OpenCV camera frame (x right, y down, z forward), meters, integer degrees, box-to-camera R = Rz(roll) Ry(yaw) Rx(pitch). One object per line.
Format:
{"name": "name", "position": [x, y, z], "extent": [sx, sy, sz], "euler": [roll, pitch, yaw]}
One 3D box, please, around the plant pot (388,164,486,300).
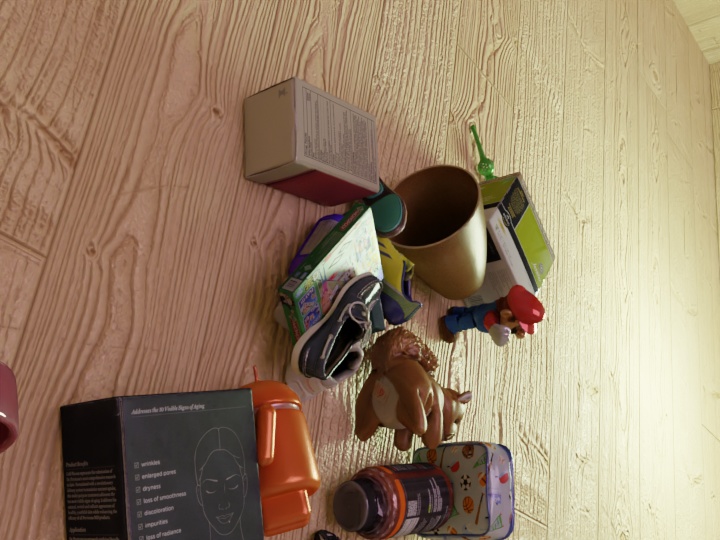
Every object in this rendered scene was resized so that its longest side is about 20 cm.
{"name": "plant pot", "position": [0.150, -0.048, 1.575], "extent": [0.201, 0.182, 0.189], "euler": [59, 39, -43]}

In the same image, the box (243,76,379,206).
{"name": "box", "position": [-0.071, -0.187, 1.355], "extent": [0.198, 0.107, 0.131], "euler": [15, 69, -50]}

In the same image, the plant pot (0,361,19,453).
{"name": "plant pot", "position": [-0.407, 0.068, 0.783], "extent": [0.198, 0.198, 0.183], "euler": [17, 51, -49]}

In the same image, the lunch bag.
{"name": "lunch bag", "position": [0.160, 0.359, 1.442], "extent": [0.074, 0.198, 0.164], "euler": [10, 72, -36]}

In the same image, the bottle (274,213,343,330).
{"name": "bottle", "position": [-0.066, 0.004, 1.342], "extent": [0.084, 0.064, 0.201], "euler": [61, 39, -29]}

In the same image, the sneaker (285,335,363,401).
{"name": "sneaker", "position": [-0.025, 0.118, 1.336], "extent": [0.079, 0.098, 0.201], "euler": [59, 40, -23]}

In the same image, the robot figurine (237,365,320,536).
{"name": "robot figurine", "position": [-0.117, 0.229, 1.148], "extent": [0.143, 0.115, 0.204], "euler": [24, 43, -55]}

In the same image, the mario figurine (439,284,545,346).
{"name": "mario figurine", "position": [0.245, 0.100, 1.620], "extent": [0.106, 0.197, 0.126], "euler": [41, 50, -37]}

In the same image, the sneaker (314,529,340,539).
{"name": "sneaker", "position": [-0.034, 0.464, 1.251], "extent": [0.074, 0.078, 0.204], "euler": [30, 39, -64]}

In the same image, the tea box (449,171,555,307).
{"name": "tea box", "position": [0.265, -0.048, 1.746], "extent": [0.197, 0.132, 0.203], "euler": [-49, 119, -46]}

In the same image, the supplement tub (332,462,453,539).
{"name": "supplement tub", "position": [0.048, 0.348, 1.360], "extent": [0.198, 0.105, 0.110], "euler": [11, 71, -48]}

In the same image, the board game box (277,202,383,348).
{"name": "board game box", "position": [-0.038, 0.017, 1.286], "extent": [0.201, 0.029, 0.137], "euler": [-50, 142, -36]}

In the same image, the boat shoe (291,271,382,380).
{"name": "boat shoe", "position": [-0.019, 0.077, 1.257], "extent": [0.200, 0.061, 0.076], "euler": [-44, 139, -41]}

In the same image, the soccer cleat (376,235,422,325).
{"name": "soccer cleat", "position": [0.049, -0.008, 1.454], "extent": [0.064, 0.083, 0.204], "euler": [29, 38, -54]}

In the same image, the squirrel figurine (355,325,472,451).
{"name": "squirrel figurine", "position": [0.096, 0.186, 1.440], "extent": [0.184, 0.140, 0.205], "euler": [13, 62, -42]}

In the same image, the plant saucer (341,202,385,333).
{"name": "plant saucer", "position": [0.000, 0.000, 1.432], "extent": [0.019, 0.070, 0.205], "euler": [-7, 82, -29]}

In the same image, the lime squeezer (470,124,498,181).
{"name": "lime squeezer", "position": [0.272, -0.204, 1.893], "extent": [0.202, 0.037, 0.071], "euler": [59, 10, -23]}

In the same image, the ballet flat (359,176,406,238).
{"name": "ballet flat", "position": [0.040, -0.097, 1.452], "extent": [0.068, 0.067, 0.202], "euler": [59, 6, -38]}

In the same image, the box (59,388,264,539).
{"name": "box", "position": [-0.221, 0.242, 1.018], "extent": [0.198, 0.122, 0.202], "euler": [6, 77, -51]}
